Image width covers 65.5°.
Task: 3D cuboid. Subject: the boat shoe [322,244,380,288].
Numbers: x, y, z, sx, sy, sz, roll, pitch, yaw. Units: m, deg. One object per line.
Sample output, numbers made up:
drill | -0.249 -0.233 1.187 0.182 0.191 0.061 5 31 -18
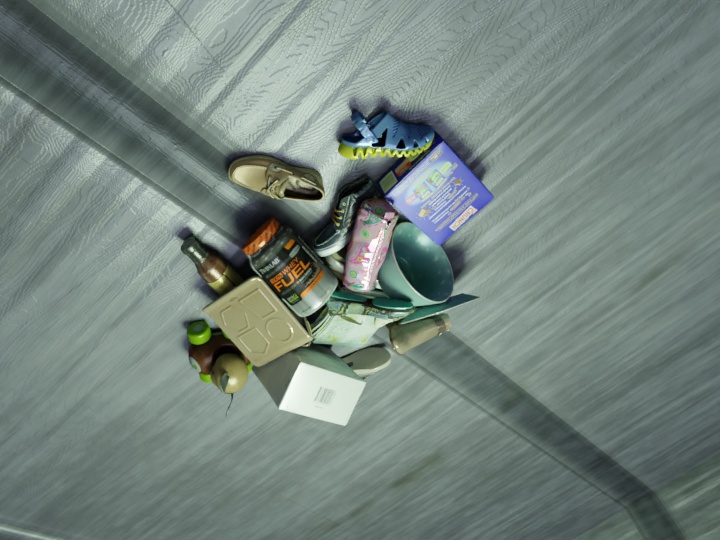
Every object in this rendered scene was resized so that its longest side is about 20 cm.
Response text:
boat shoe | 0.000 0.000 1.316 0.199 0.075 0.068 27 128 -26

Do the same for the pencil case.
pencil case | 0.019 -0.052 1.187 0.086 0.088 0.202 6 121 -19

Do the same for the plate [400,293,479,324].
plate | 0.185 0.085 1.328 0.198 0.200 0.026 -19 85 0

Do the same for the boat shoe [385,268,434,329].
boat shoe | 0.138 0.073 1.415 0.076 0.072 0.200 9 133 -39

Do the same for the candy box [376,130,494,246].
candy box | 0.164 -0.174 1.217 0.169 0.077 0.200 -41 125 16

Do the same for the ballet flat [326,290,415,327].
ballet flat | 0.020 0.090 1.231 0.197 0.075 0.075 9 129 13

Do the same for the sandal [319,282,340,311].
sandal | -0.074 0.073 1.354 0.079 0.058 0.202 -24 130 5

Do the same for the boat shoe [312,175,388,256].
boat shoe | -0.038 -0.120 1.214 0.199 0.071 0.091 -36 127 4

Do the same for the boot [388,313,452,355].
boot | 0.151 0.146 1.368 0.145 0.200 0.071 -20 90 10

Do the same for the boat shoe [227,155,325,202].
boat shoe | -0.166 -0.181 1.130 0.197 0.065 0.072 5 125 -19

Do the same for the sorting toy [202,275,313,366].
sorting toy | -0.227 0.114 1.246 0.184 0.037 0.200 -29 113 30

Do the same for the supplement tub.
supplement tub | -0.154 -0.008 1.209 0.122 0.123 0.200 -38 108 16

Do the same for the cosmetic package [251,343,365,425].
cosmetic package | -0.129 0.257 1.366 0.198 0.200 0.124 25 93 -35

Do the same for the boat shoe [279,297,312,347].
boat shoe | -0.168 0.086 1.283 0.071 0.059 0.202 -27 98 -19

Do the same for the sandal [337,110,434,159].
sandal | 0.053 -0.274 1.113 0.197 0.080 0.088 -7 124 -11

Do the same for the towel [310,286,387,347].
towel | -0.016 0.117 1.370 0.199 0.048 0.171 10 130 -45

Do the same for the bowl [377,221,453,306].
bowl | 0.110 0.002 1.282 0.200 0.203 0.105 28 135 -31

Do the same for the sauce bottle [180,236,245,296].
sauce bottle | -0.314 0.005 1.235 0.066 0.066 0.201 -29 127 8

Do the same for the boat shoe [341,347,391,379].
boat shoe | -0.005 0.276 1.529 0.198 0.075 0.093 -15 136 7

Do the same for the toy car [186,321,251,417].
toy car | -0.328 0.239 1.322 0.156 0.201 0.166 -8 129 -9
